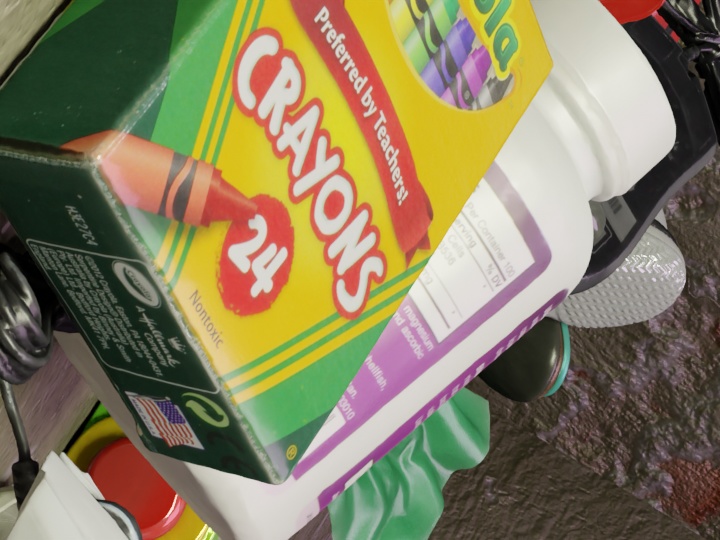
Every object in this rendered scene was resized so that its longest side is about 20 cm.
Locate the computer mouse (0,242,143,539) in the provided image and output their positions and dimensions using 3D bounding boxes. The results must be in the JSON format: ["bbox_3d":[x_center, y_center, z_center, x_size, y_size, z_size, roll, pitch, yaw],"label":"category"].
[{"bbox_3d":[-0.068,0.086,0.623,0.110,0.044,0.201,43,33,-84],"label":"computer mouse"}]

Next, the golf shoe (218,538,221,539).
[{"bbox_3d":[-0.053,0.074,1.058,0.200,0.077,0.095,-72,-173,-62],"label":"golf shoe"}]

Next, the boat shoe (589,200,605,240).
[{"bbox_3d":[0.000,0.000,0.859,0.199,0.068,0.072,-26,141,18],"label":"boat shoe"}]

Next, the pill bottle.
[{"bbox_3d":[0.005,-0.010,0.748,0.200,0.112,0.112,-40,170,-12],"label":"pill bottle"}]

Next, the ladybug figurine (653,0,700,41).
[{"bbox_3d":[0.124,-0.132,1.167,0.136,0.072,0.200,-35,159,-47],"label":"ladybug figurine"}]

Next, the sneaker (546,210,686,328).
[{"bbox_3d":[0.049,-0.045,1.022,0.075,0.199,0.115,123,-28,-52],"label":"sneaker"}]

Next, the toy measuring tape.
[{"bbox_3d":[-0.107,0.124,0.910,0.201,0.073,0.074,-59,174,-11],"label":"toy measuring tape"}]

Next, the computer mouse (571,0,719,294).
[{"bbox_3d":[0.103,-0.055,0.970,0.200,0.139,0.053,-36,-165,-37],"label":"computer mouse"}]

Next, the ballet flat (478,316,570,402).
[{"bbox_3d":[0.041,-0.015,1.098,0.068,0.068,0.200,-59,-148,33],"label":"ballet flat"}]

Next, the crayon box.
[{"bbox_3d":[-0.012,-0.059,0.627,0.200,0.051,0.127,-57,140,-29],"label":"crayon box"}]

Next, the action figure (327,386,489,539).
[{"bbox_3d":[-0.014,0.045,0.982,0.118,0.054,0.200,-62,141,-29],"label":"action figure"}]

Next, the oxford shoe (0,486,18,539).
[{"bbox_3d":[-0.128,0.117,0.766,0.075,0.058,0.200,-62,176,0],"label":"oxford shoe"}]

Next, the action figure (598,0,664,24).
[{"bbox_3d":[0.075,-0.160,0.838,0.200,0.051,0.066,-105,172,-55],"label":"action figure"}]
